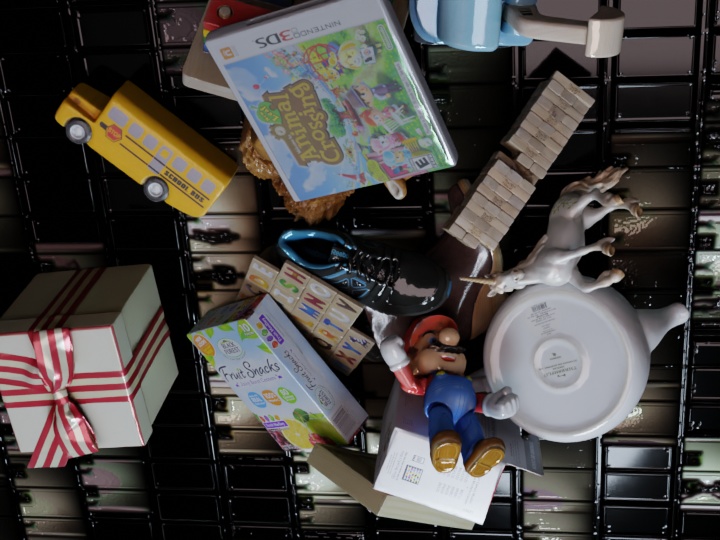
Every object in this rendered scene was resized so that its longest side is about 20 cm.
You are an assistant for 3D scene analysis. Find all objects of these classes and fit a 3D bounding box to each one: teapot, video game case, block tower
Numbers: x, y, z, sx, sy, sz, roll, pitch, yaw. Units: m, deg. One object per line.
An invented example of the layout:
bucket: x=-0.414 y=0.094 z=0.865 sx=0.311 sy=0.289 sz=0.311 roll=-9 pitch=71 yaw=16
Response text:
teapot: x=0.237 y=0.094 z=1.354 sx=0.199 sy=0.146 sz=0.199 roll=27 pitch=106 yaw=17
video game case: x=-0.025 y=-0.161 z=1.128 sx=0.180 sy=0.022 sz=0.201 roll=-11 pitch=129 yaw=25
block tower: x=0.167 y=-0.112 z=1.270 sx=0.054 sy=0.058 sz=0.201 roll=35 pitch=91 yaw=-7

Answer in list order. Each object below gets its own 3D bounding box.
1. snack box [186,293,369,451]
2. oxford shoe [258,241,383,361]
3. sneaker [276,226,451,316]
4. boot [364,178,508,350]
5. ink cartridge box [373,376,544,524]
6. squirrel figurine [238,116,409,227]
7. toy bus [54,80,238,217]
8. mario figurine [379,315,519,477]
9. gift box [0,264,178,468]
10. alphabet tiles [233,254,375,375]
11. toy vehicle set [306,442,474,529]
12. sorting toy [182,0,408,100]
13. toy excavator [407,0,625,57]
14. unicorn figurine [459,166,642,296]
snack box: x=-0.100 y=0.127 z=1.435 sx=0.142 sy=0.053 sz=0.201 roll=-17 pitch=117 yaw=51
oxford shoe: x=-0.044 y=0.039 z=1.419 sx=0.200 sy=0.073 sz=0.084 roll=44 pitch=140 yaw=-18
sneaker: x=0.000 y=0.000 z=1.297 sx=0.198 sy=0.082 sz=0.074 roll=12 pitch=82 yaw=11
boot: x=0.078 y=0.006 z=1.356 sx=0.165 sy=0.073 sz=0.202 roll=-18 pitch=122 yaw=-1
ink cartridge box: x=0.113 y=0.199 z=1.385 sx=0.174 sy=0.200 sz=0.085 roll=19 pitch=109 yaw=-1
squirrel figurine: x=-0.028 y=-0.142 z=1.298 sx=0.185 sy=0.143 sz=0.200 roll=19 pitch=141 yaw=-17
toy bus: x=-0.241 y=-0.144 z=1.349 sx=0.199 sy=0.065 sz=0.078 roll=37 pitch=115 yaw=-10
mario figurine: x=0.095 y=0.116 z=1.282 sx=0.105 sy=0.201 sz=0.124 roll=-32 pitch=131 yaw=13
gift box: x=-0.341 y=0.116 z=1.425 sx=0.198 sy=0.187 sz=0.186 roll=-10 pitch=114 yaw=12
alphabet tiles: x=-0.062 y=0.050 z=1.371 sx=0.166 sy=0.008 sz=0.200 roll=31 pitch=155 yaw=-1
toy vehicle set: x=0.042 y=0.257 z=1.420 sx=0.199 sy=0.124 sz=0.027 roll=22 pitch=96 yaw=-50
sorting toy: x=-0.055 y=-0.258 z=1.188 sx=0.196 sy=0.202 sz=0.070 roll=15 pitch=153 yaw=0
toy excavator: x=0.145 y=-0.250 z=1.165 sx=0.192 sy=0.201 sz=0.101 roll=1 pitch=117 yaw=-2
unicorn figurine: x=0.217 y=-0.026 z=1.277 sx=0.136 sy=0.200 sz=0.074 roll=-5 pitch=124 yaw=40
